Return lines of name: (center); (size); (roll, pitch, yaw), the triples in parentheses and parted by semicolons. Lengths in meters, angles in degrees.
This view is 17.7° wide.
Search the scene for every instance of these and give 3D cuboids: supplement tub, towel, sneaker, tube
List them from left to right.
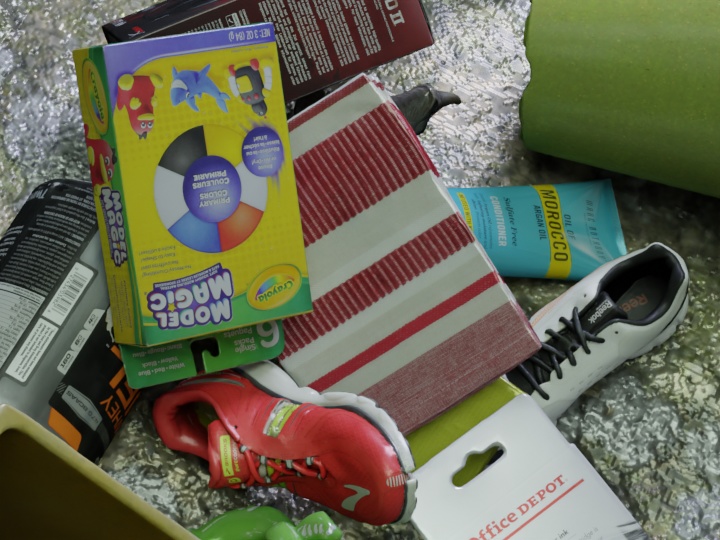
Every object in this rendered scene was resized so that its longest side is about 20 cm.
supplement tub: (-0.190, 0.054, 1.384); (0.122, 0.123, 0.200); (27, 66, 6)
sneaker: (-0.048, 0.110, 1.360); (0.085, 0.077, 0.200); (-20, 25, -38)
towel: (0.000, 0.000, 1.404); (0.144, 0.023, 0.200); (-32, 88, 8)
towel: (0.003, 0.058, 1.437); (0.200, 0.018, 0.086); (34, 92, 18)
tube: (0.081, -0.025, 1.493); (0.199, 0.050, 0.078); (0, 71, -23)
sneaker: (0.125, 0.047, 1.447); (0.200, 0.080, 0.074); (-39, 77, -14)

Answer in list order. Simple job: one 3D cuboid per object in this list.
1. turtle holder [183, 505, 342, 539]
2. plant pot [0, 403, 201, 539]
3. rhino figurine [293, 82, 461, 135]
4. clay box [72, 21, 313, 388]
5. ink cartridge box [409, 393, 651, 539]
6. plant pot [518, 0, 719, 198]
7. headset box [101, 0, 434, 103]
turtle holder: (-0.043, 0.212, 1.320); (0.132, 0.141, 0.186); (-40, 86, -5)
plant pot: (-0.229, 0.202, 1.259); (0.200, 0.194, 0.196); (-4, 56, 40)
rhino figurine: (-0.024, -0.076, 1.485); (0.200, 0.088, 0.060); (-23, 68, -16)
clay box: (-0.094, -0.038, 1.347); (0.115, 0.048, 0.201); (-12, 97, -31)
ink cartridge box: (0.113, 0.188, 1.381); (0.116, 0.067, 0.200); (-34, 78, -20)
plant pot: (0.203, -0.130, 1.501); (0.189, 0.200, 0.201); (5, 64, 10)
headset box: (-0.052, -0.152, 1.462); (0.200, 0.149, 0.077); (-23, 104, -6)
